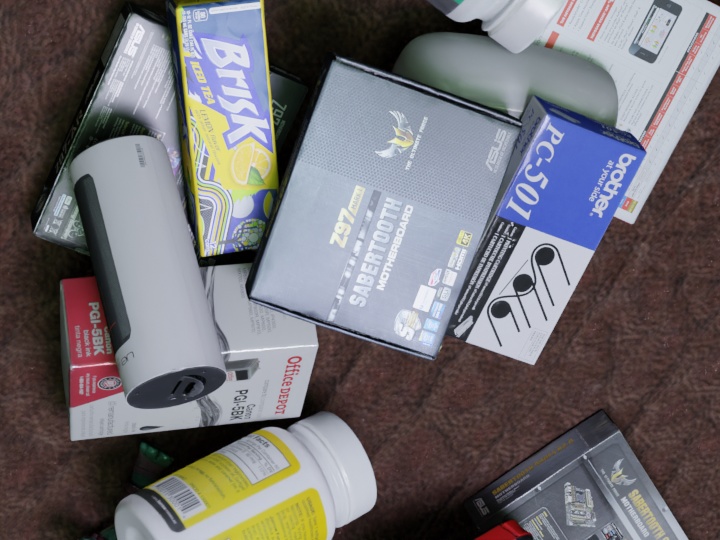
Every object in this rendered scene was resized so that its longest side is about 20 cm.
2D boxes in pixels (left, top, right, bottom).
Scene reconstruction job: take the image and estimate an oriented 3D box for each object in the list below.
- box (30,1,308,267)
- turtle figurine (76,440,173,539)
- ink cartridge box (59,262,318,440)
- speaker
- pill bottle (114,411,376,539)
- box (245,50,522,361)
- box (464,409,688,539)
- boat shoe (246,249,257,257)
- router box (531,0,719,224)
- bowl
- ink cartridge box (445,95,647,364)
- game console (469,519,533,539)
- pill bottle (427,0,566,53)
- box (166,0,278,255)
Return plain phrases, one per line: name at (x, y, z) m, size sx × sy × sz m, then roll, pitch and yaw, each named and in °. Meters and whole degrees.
box at (-0.156, -0.095, 1.520) m, size 0.160 × 0.044 × 0.200 m, roll 21°, pitch 104°, yaw -20°
turtle figurine at (-0.199, 0.254, 1.612) m, size 0.150 × 0.101 × 0.200 m, roll 33°, pitch 84°, yaw -37°
ink cartridge box at (-0.141, 0.066, 1.525) m, size 0.199 × 0.083 × 0.147 m, roll -5°, pitch 152°, yaw -11°
speaker at (-0.162, 0.002, 1.425) m, size 0.081 × 0.081 × 0.201 m, roll -14°, pitch 69°, yaw -8°
pill bottle at (-0.093, 0.200, 1.554) m, size 0.200 × 0.114 × 0.115 m, roll -25°, pitch 116°, yaw -27°
box at (0.016, -0.049, 1.436) m, size 0.157 × 0.051 × 0.201 m, roll 19°, pitch 98°, yaw -10°
box at (0.213, 0.252, 1.735) m, size 0.158 × 0.048 × 0.200 m, roll -35°, pitch 113°, yaw 0°
boat shoe at (0.000, 0.000, 1.584) m, size 0.200 × 0.072 × 0.076 m, roll 33°, pitch 84°, yaw -23°
router box at (0.197, -0.165, 1.575) m, size 0.179 × 0.049 × 0.200 m, roll 23°, pitch 103°, yaw -20°
bowl at (0.108, -0.083, 1.520) m, size 0.199 × 0.075 × 0.200 m, roll 9°, pitch 113°, yaw -13°
ink cartridge box at (0.137, -0.030, 1.483) m, size 0.094 × 0.044 × 0.200 m, roll 18°, pitch 111°, yaw -19°
game console at (0.060, 0.309, 1.650) m, size 0.177 × 0.031 × 0.200 m, roll -24°, pitch 150°, yaw -41°
pill bottle at (0.071, -0.266, 1.453) m, size 0.200 × 0.113 × 0.113 m, roll 36°, pitch 99°, yaw -9°
box at (-0.105, -0.118, 1.457) m, size 0.070 × 0.064 × 0.201 m, roll -8°, pitch 111°, yaw -11°
